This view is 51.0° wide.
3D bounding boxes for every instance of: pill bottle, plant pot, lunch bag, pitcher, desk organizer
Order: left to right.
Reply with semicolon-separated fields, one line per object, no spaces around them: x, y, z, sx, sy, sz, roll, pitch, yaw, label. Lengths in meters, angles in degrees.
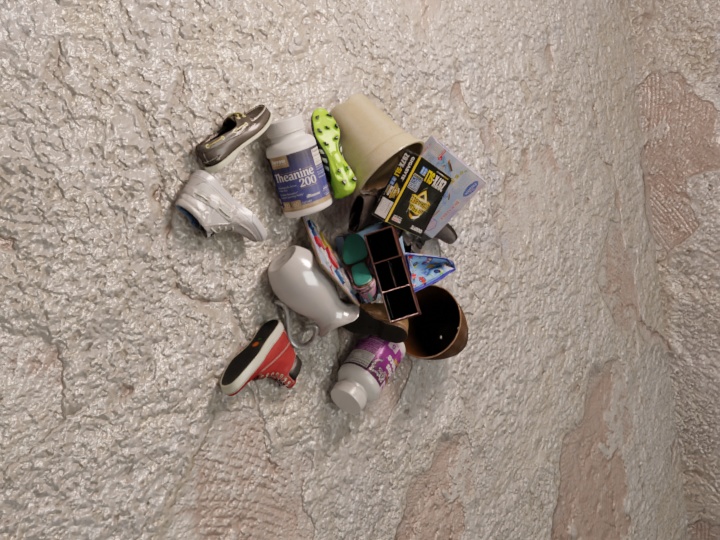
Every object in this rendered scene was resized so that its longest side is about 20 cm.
-0.137;-0.223;1.608;0.111;0.110;0.202;-31;111;-44;pill bottle
-0.124;0.062;1.617;0.171;0.121;0.200;-39;113;2;pitcher
0.015;-0.290;1.711;0.200;0.201;0.184;-26;73;-46;plant pot
0.016;0.234;1.762;0.200;0.111;0.113;-52;125;-36;pill bottle
0.068;0.009;1.636;0.077;0.071;0.202;14;59;-83;desk organizer
0.119;-0.006;1.793;0.199;0.149;0.095;-13;99;-47;lunch bag
0.203;0.153;1.951;0.200;0.185;0.189;33;64;-59;plant pot

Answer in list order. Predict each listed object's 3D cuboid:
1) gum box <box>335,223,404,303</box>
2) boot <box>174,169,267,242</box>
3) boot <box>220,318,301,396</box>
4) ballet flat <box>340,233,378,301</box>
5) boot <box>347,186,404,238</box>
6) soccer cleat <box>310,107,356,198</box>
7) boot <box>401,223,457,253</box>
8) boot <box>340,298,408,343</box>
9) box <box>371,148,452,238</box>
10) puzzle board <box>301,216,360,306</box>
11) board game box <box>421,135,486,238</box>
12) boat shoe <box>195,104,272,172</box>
0.034;-0.024;1.845;0.199;0.044;0.172;-24;106;-47;gum box
-0.277;-0.098;1.486;0.200;0.073;0.096;43;63;-28;boot
-0.196;0.218;1.558;0.200;0.072;0.145;-50;125;-41;boot
0.000;0.000;1.683;0.201;0.068;0.072;-108;180;-52;ballet flat
0.033;-0.125;1.732;0.173;0.069;0.202;-31;143;-37;boot
-0.069;-0.253;1.643;0.067;0.081;0.202;-15;81;-31;soccer cleat
0.167;-0.084;1.991;0.199;0.069;0.133;32;69;-32;boot
0.018;0.104;1.758;0.198;0.074;0.076;20;39;-3;boot
0.120;-0.169;1.699;0.199;0.049;0.161;18;100;-62;box
-0.064;-0.025;1.654;0.151;0.017;0.201;48;11;-36;puzzle board
0.176;-0.201;1.853;0.199;0.200;0.041;31;22;-37;board game box
-0.250;-0.279;1.512;0.202;0.071;0.061;-53;129;-33;boat shoe
